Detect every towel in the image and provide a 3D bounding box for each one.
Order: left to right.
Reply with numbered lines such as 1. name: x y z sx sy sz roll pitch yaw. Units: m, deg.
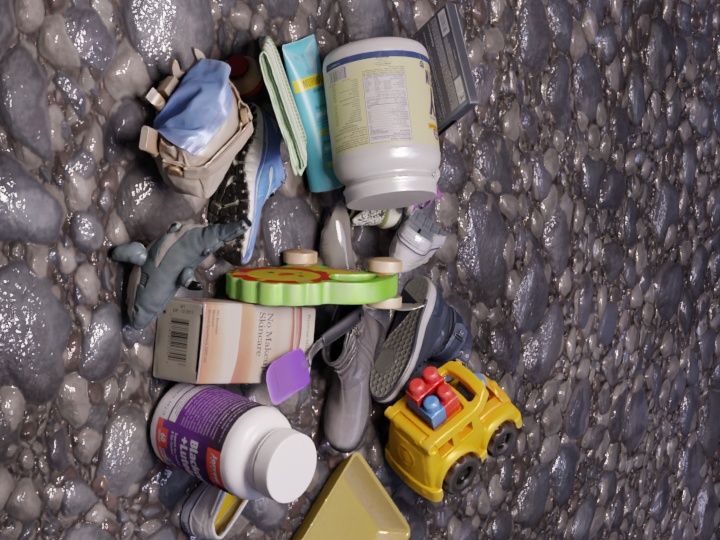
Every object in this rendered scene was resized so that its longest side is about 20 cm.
1. towel: -0.098 -0.209 1.606 0.200 0.023 0.154 -99 171 -72

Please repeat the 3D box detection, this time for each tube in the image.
1. tube: -0.063 -0.208 1.742 0.077 0.050 0.203 -35 117 -58

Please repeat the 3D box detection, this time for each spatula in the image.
1. spatula: -0.054 0.099 1.668 0.200 0.020 0.057 -41 126 -45

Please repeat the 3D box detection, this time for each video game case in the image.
1. video game case: 0.088 -0.250 1.769 0.019 0.200 0.145 -4 73 -28

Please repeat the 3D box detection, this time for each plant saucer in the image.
1. plant saucer: -0.028 0.391 1.856 0.201 0.048 0.201 -56 133 -30

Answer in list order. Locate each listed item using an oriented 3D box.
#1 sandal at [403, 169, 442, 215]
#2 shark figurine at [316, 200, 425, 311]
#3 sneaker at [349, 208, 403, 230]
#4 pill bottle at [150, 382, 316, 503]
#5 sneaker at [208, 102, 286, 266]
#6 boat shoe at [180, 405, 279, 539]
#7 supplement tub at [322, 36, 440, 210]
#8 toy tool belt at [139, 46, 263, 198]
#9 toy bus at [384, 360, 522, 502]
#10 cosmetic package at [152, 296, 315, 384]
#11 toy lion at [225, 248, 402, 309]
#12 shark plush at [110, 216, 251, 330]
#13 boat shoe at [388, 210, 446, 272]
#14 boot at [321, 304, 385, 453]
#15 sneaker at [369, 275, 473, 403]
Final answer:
1. sandal: 0.094 -0.121 1.859 0.203 0.049 0.084 -53 153 -80
2. shark figurine: 0.001 0.021 1.810 0.129 0.089 0.215 -55 134 -19
3. sneaker: 0.007 -0.150 1.817 0.088 0.077 0.203 -13 101 -33
4. pill bottle: -0.150 0.208 1.560 0.111 0.198 0.113 -17 114 -45
5. sneaker: -0.131 -0.104 1.644 0.089 0.078 0.203 16 82 -47
6. boat shoe: -0.143 0.261 1.670 0.202 0.085 0.075 -51 130 -32
7. supplement tub: 0.029 -0.190 1.713 0.144 0.144 0.203 2 79 -50
8. toy tool belt: -0.187 -0.195 1.532 0.123 0.124 0.202 52 56 -50
9. toy bus: 0.130 0.202 1.899 0.199 0.135 0.193 -36 140 -22
10. cosmetic package: -0.155 0.088 1.632 0.199 0.086 0.105 3 92 -50
11. toy lion: -0.064 0.019 1.658 0.191 0.197 0.070 -18 111 -67
12. shark plush: -0.195 -0.006 1.510 0.091 0.198 0.084 35 36 -57
13. boat shoe: 0.072 -0.041 1.882 0.067 0.073 0.200 -53 173 13
14. boot: -0.026 0.140 1.782 0.132 0.069 0.203 48 49 -66
15. sneaker: 0.096 0.133 1.948 0.146 0.076 0.204 46 59 -40
